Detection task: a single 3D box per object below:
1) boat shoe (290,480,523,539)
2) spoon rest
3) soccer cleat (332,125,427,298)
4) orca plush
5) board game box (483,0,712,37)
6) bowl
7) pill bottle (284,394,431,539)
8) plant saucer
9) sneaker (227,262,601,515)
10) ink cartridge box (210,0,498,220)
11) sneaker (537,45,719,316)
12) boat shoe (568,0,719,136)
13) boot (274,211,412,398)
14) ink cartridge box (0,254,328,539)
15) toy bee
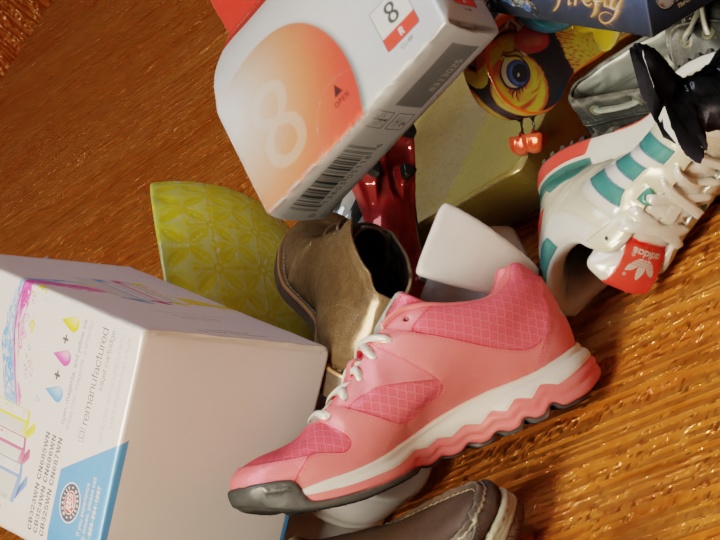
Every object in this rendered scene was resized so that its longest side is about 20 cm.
[{"bbox_3d":[-0.008,0.162,1.389,0.202,0.075,0.075,-44,18,28],"label":"boat shoe"},{"bbox_3d":[0.062,0.013,1.525,0.200,0.060,0.100,79,-147,-80],"label":"spoon rest"},{"bbox_3d":[0.003,0.002,1.658,0.085,0.068,0.201,140,130,-59],"label":"soccer cleat"},{"bbox_3d":[0.207,-0.128,1.307,0.199,0.105,0.071,-18,-33,-30],"label":"orca plush"},{"bbox_3d":[0.119,-0.175,1.495,0.200,0.035,0.135,14,36,44],"label":"board game box"},{"bbox_3d":[-0.060,0.036,1.730,0.107,0.201,0.200,-9,19,-3],"label":"bowl"},{"bbox_3d":[-0.058,0.130,1.553,0.200,0.113,0.113,-40,20,38],"label":"pill bottle"},{"bbox_3d":[0.091,-0.088,1.725,0.200,0.048,0.200,-30,28,53],"label":"plant saucer"},{"bbox_3d":[0.017,0.059,1.406,0.200,0.087,0.074,-23,-1,-16],"label":"sneaker"},{"bbox_3d":[-0.028,-0.153,1.513,0.162,0.050,0.200,-46,61,32],"label":"ink cartridge box"},{"bbox_3d":[0.157,-0.037,1.426,0.200,0.070,0.094,-31,44,50],"label":"sneaker"},{"bbox_3d":[0.184,-0.111,1.471,0.200,0.071,0.072,-35,22,41],"label":"boat shoe"},{"bbox_3d":[0.000,0.000,1.516,0.200,0.073,0.076,-112,33,-66],"label":"boot"},{"bbox_3d":[-0.137,0.071,1.471,0.200,0.125,0.129,19,99,46],"label":"ink cartridge box"},{"bbox_3d":[0.097,-0.125,1.590,0.199,0.109,0.131,-19,6,1],"label":"toy bee"}]
